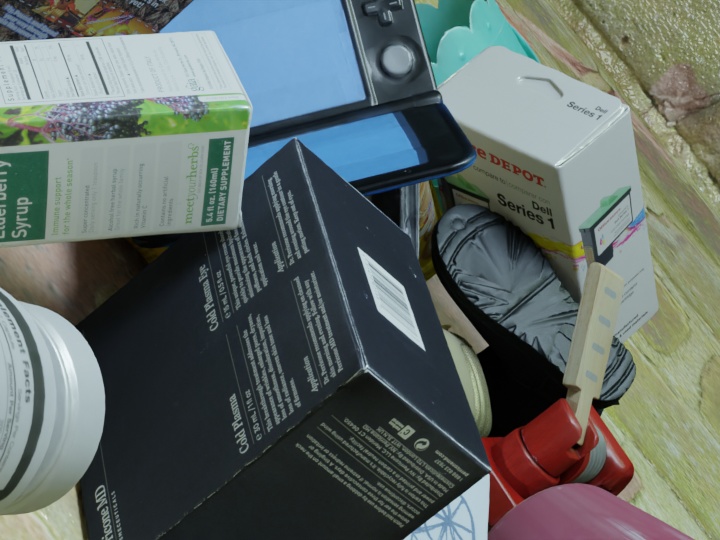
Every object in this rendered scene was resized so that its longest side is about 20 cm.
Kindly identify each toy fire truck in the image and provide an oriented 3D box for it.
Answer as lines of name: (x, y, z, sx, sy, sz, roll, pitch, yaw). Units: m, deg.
toy fire truck: (0.135, 0.107, 1.543, 0.129, 0.200, 0.176, 56, 18, 17)

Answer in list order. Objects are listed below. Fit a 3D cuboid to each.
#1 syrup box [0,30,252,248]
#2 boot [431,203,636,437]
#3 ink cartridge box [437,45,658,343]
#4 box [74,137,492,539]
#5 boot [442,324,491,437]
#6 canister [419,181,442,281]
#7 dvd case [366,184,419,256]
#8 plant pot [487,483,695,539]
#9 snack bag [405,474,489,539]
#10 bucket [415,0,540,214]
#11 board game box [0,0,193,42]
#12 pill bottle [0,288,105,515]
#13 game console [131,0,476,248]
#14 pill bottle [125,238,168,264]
syrup box: (-0.163, -0.066, 1.154, 0.199, 0.079, 0.082, -6, 38, -19)
boot: (0.110, 0.056, 1.689, 0.198, 0.073, 0.163, 44, -26, 4)
ink cartridge box: (0.135, -0.048, 1.689, 0.144, 0.084, 0.201, 29, -34, 39)
box: (-0.051, 0.067, 1.175, 0.104, 0.182, 0.201, 40, 20, -34)
boot: (0.012, 0.037, 1.598, 0.200, 0.073, 0.155, 54, 14, 21)
canister: (0.004, -0.081, 1.659, 0.200, 0.086, 0.149, 69, 4, -72)
dvd case: (0.000, 0.000, 1.429, 0.200, 0.016, 0.150, 173, -83, -74)
plant pot: (0.160, 0.231, 1.394, 0.200, 0.200, 0.179, 36, 6, -40)
snack bag: (0.006, 0.149, 1.302, 0.200, 0.021, 0.189, 39, 40, -32)
bucket: (0.061, -0.129, 1.873, 0.135, 0.207, 0.207, 51, 16, -16)
board game box: (-0.200, -0.171, 1.263, 0.159, 0.200, 0.097, 28, 28, -53)
pill bottle: (-0.199, 0.052, 0.940, 0.114, 0.114, 0.200, 56, 17, 20)
game console: (-0.051, -0.107, 1.300, 0.118, 0.199, 0.172, 111, -35, -81)
pill bottle: (-0.113, -0.064, 1.416, 0.200, 0.111, 0.111, 48, 17, -11)
